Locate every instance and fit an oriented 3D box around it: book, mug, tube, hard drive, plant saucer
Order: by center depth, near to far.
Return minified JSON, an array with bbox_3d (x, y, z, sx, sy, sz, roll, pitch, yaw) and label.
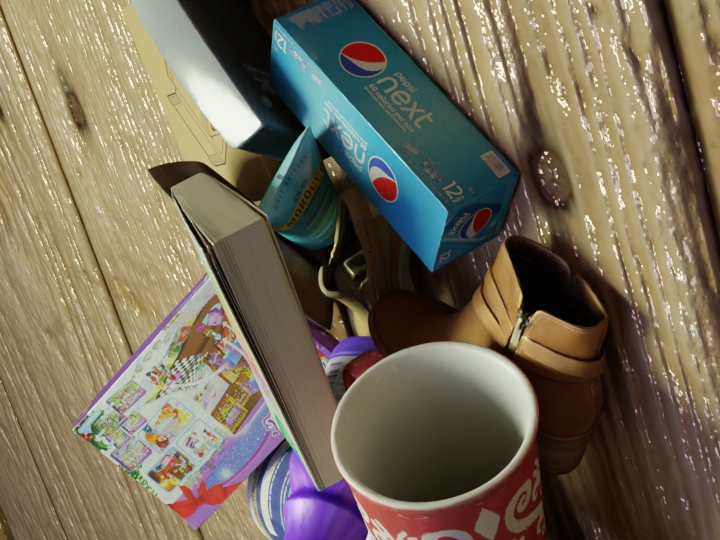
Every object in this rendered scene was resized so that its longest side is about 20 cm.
[{"bbox_3d":[0.065,0.150,1.014,0.178,0.132,0.201,-94,-9,-48],"label":"mug"},{"bbox_3d":[-0.068,0.039,1.046,0.201,0.048,0.134,68,169,-24],"label":"book"},{"bbox_3d":[-0.046,-0.054,1.110,0.050,0.078,0.200,23,176,7],"label":"tube"},{"bbox_3d":[-0.103,-0.165,1.123,0.042,0.135,0.201,-40,70,18],"label":"hard drive"},{"bbox_3d":[-0.089,-0.030,1.231,0.200,0.037,0.200,41,-178,-2],"label":"plant saucer"}]

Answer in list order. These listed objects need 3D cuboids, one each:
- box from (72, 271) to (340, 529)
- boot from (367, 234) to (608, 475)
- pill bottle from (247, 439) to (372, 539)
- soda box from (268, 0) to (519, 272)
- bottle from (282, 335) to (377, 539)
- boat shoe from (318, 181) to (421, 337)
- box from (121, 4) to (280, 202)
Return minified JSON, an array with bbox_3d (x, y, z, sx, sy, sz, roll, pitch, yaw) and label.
[{"bbox_3d":[-0.121,0.099,1.227,0.137,0.200,0.039,41,-165,-11],"label":"box"},{"bbox_3d":[0.085,0.036,1.014,0.200,0.076,0.156,42,149,31],"label":"boot"},{"bbox_3d":[0.000,0.193,1.214,0.199,0.111,0.112,9,123,56],"label":"pill bottle"},{"bbox_3d":[0.018,-0.099,1.027,0.200,0.064,0.068,50,152,25],"label":"soda box"},{"bbox_3d":[-0.010,0.145,1.119,0.083,0.201,0.066,2,142,26],"label":"bottle"},{"bbox_3d":[0.000,0.000,1.140,0.072,0.076,0.201,42,148,35],"label":"boat shoe"},{"bbox_3d":[-0.139,-0.153,1.316,0.163,0.021,0.202,-3,111,63],"label":"box"}]
